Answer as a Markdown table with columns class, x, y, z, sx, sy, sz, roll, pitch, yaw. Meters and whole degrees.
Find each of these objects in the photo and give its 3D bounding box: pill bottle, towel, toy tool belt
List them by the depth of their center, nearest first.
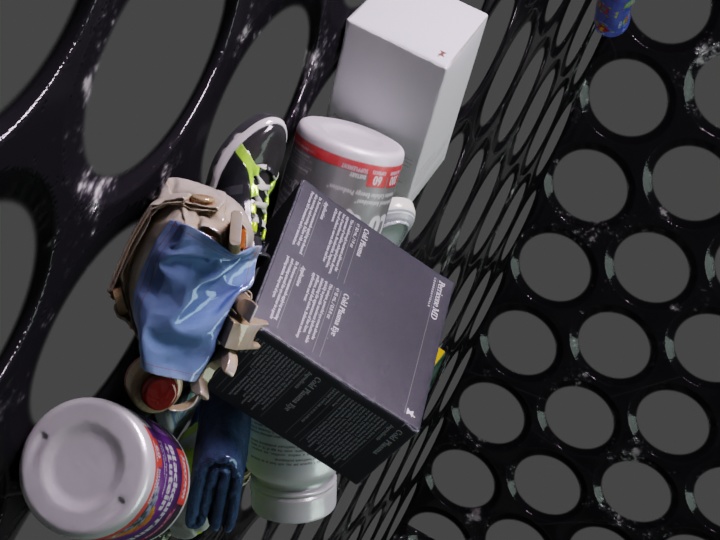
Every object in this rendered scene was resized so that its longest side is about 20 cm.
| class | x | y | z | sx | sy | sz | roll | pitch | yaw |
| --- | --- | --- | --- | --- | --- | --- | --- | --- | --- |
| toy tool belt | -0.138 | 0.035 | 1.145 | 0.123 | 0.123 | 0.203 | 39 | -65 | 62 |
| pill bottle | -0.207 | 0.176 | 1.221 | 0.112 | 0.110 | 0.200 | -61 | 169 | -8 |
| towel | -0.128 | 0.140 | 1.359 | 0.201 | 0.048 | 0.113 | -88 | -169 | -49 |
| pill bottle | -0.035 | -0.043 | 1.452 | 0.114 | 0.113 | 0.203 | -33 | 142 | -68 |
| pill bottle | -0.071 | 0.158 | 1.531 | 0.113 | 0.112 | 0.203 | -38 | 132 | -64 |

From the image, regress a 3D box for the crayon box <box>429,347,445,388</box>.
| class | x | y | z | sx | sy | sz | roll | pitch | yaw |
| --- | --- | --- | --- | --- | --- | --- | --- | --- | --- |
| crayon box | -0.023 | 0.104 | 1.658 | 0.173 | 0.198 | 0.059 | -44 | 159 | -58 |

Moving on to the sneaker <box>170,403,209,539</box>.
| class | x | y | z | sx | sy | sz | roll | pitch | yaw |
| --- | --- | --- | --- | --- | --- | --- | --- | --- | --- |
| sneaker | -0.168 | 0.207 | 1.538 | 0.201 | 0.075 | 0.106 | -57 | -176 | 48 |

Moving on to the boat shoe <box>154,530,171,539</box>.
| class | x | y | z | sx | sy | sz | roll | pitch | yaw |
| --- | --- | --- | --- | --- | --- | --- | --- | --- | --- |
| boat shoe | -0.227 | 0.258 | 1.437 | 0.064 | 0.070 | 0.200 | -59 | 176 | -15 |

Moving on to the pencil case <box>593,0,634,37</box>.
| class | x | y | z | sx | sy | sz | roll | pitch | yaw |
| --- | --- | --- | --- | --- | --- | --- | --- | --- | --- |
| pencil case | 0.532 | -0.563 | 2.959 | 0.086 | 0.079 | 0.200 | -30 | 161 | -10 |

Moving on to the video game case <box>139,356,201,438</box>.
| class | x | y | z | sx | sy | sz | roll | pitch | yaw |
| --- | --- | --- | --- | --- | --- | --- | --- | --- | --- |
| video game case | -0.153 | 0.058 | 1.423 | 0.184 | 0.022 | 0.201 | -59 | 167 | -23 |

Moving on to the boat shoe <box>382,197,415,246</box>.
| class | x | y | z | sx | sy | sz | roll | pitch | yaw |
| --- | --- | --- | --- | --- | --- | --- | --- | --- | --- |
| boat shoe | -0.001 | 0.000 | 1.546 | 0.069 | 0.072 | 0.201 | 9 | 141 | -35 |

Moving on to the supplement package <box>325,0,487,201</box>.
| class | x | y | z | sx | sy | sz | roll | pitch | yaw |
| --- | --- | --- | --- | --- | --- | --- | --- | --- | --- |
| supplement package | 0.041 | -0.187 | 1.513 | 0.118 | 0.116 | 0.201 | -51 | 164 | -43 |

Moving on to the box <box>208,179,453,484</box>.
| class | x | y | z | sx | sy | sz | roll | pitch | yaw |
| --- | --- | --- | --- | --- | --- | --- | --- | --- | --- |
| box | -0.028 | 0.055 | 1.310 | 0.104 | 0.181 | 0.201 | -46 | -163 | 40 |

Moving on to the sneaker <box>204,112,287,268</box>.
| class | x | y | z | sx | sy | sz | roll | pitch | yaw |
| --- | --- | --- | --- | --- | --- | --- | --- | --- | --- |
| sneaker | -0.101 | -0.036 | 1.255 | 0.202 | 0.082 | 0.072 | -63 | 150 | 0 |

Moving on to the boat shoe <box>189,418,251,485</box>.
| class | x | y | z | sx | sy | sz | roll | pitch | yaw |
| --- | --- | --- | --- | --- | --- | --- | --- | --- | --- |
| boat shoe | -0.159 | 0.224 | 1.636 | 0.076 | 0.071 | 0.201 | -55 | 165 | -35 |
